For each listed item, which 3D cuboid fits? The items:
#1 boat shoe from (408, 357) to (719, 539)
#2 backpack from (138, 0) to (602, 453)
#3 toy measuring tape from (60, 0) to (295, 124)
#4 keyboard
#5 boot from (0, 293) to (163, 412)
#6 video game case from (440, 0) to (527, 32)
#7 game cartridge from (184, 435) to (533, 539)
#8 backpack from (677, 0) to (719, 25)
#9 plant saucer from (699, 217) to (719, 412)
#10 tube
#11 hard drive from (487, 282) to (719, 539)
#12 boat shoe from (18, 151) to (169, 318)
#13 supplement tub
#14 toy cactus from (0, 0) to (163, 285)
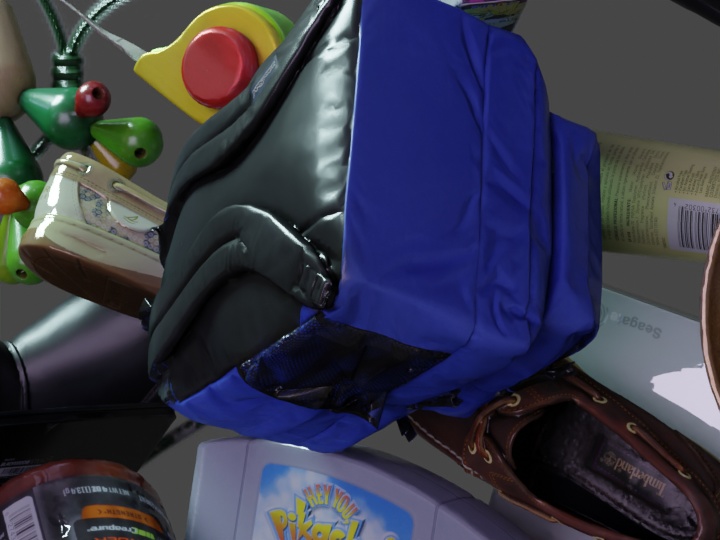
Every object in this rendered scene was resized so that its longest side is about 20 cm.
[{"bbox_3d":[0.086,0.075,0.899,0.199,0.070,0.071,24,100,26],"label":"boat shoe"},{"bbox_3d":[0.000,0.000,0.849,0.200,0.167,0.164,-32,41,50],"label":"backpack"},{"bbox_3d":[-0.088,-0.126,1.020,0.200,0.073,0.074,39,104,21],"label":"toy measuring tape"},{"bbox_3d":[-0.185,0.097,0.965,0.040,0.199,0.104,48,113,26],"label":"keyboard"},{"bbox_3d":[-0.186,0.048,1.000,0.200,0.167,0.077,-50,51,17],"label":"boot"},{"bbox_3d":[0.048,-0.205,0.898,0.035,0.181,0.202,-3,86,-1],"label":"video game case"},{"bbox_3d":[-0.009,0.151,0.921,0.199,0.040,0.135,13,94,38],"label":"game cartridge"},{"bbox_3d":[0.194,-0.191,0.824,0.199,0.163,0.168,34,79,24],"label":"backpack"},{"bbox_3d":[0.242,0.019,0.803,0.198,0.035,0.203,1,92,23],"label":"plant saucer"},{"bbox_3d":[0.112,-0.040,0.935,0.198,0.052,0.058,8,50,29],"label":"tube"},{"bbox_3d":[0.127,0.117,0.930,0.131,0.026,0.202,20,97,25],"label":"hard drive"},{"bbox_3d":[-0.069,0.001,0.974,0.198,0.073,0.063,22,67,-12],"label":"boat shoe"},{"bbox_3d":[-0.120,0.190,0.903,0.107,0.107,0.201,-46,41,17],"label":"supplement tub"},{"bbox_3d":[-0.205,-0.070,1.070,0.199,0.102,0.167,-24,68,32],"label":"toy cactus"}]
